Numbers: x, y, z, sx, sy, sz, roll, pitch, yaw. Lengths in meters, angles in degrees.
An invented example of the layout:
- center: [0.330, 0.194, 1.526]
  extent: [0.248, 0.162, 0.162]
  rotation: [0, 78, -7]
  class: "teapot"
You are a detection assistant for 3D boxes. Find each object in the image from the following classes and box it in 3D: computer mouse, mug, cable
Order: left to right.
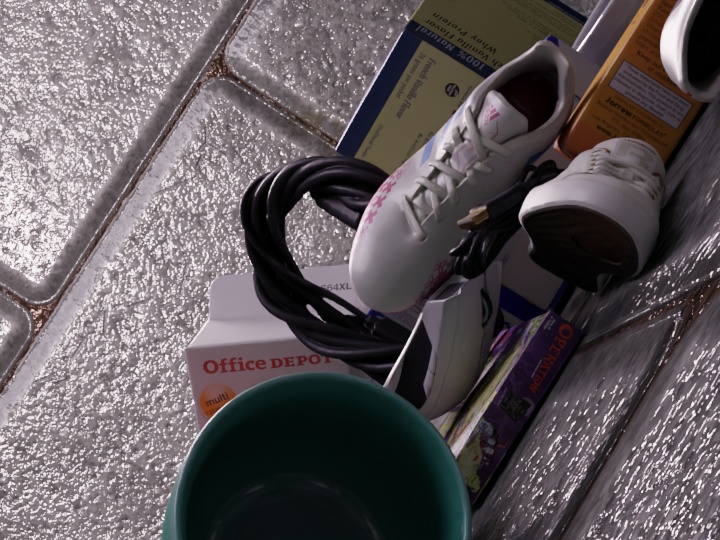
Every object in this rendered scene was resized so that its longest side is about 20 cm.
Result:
- center: [-0.035, 0.154, 1.058]
  extent: [0.186, 0.151, 0.115]
  rotation: [-58, -2, -24]
  class: "mug"
- center: [0.000, 0.000, 1.374]
  extent: [0.051, 0.200, 0.164]
  rotation: [-43, -15, -36]
  class: "cable"
- center: [0.067, 0.029, 1.276]
  extent: [0.110, 0.044, 0.201]
  rotation: [-37, -23, -48]
  class: "computer mouse"

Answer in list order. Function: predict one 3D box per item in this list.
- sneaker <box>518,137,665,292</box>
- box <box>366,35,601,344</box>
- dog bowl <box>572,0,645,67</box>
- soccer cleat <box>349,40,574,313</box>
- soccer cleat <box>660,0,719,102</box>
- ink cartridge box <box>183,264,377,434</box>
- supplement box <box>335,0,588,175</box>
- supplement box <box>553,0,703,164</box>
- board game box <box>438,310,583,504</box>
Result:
- center: [0.134, -0.044, 1.150]
  extent: [0.085, 0.072, 0.200]
  rotation: [-60, -1, -5]
  class: "sneaker"
- center: [0.108, -0.036, 1.479]
  extent: [0.185, 0.105, 0.200]
  rotation: [-58, 0, -21]
  class: "box"
- center: [0.233, -0.212, 1.505]
  extent: [0.201, 0.079, 0.200]
  rotation: [-57, 1, 1]
  class: "dog bowl"
- center: [0.061, -0.064, 1.271]
  extent: [0.200, 0.070, 0.086]
  rotation: [-51, -8, -19]
  class: "soccer cleat"
- center: [0.232, -0.185, 1.176]
  extent: [0.201, 0.068, 0.085]
  rotation: [-61, 8, 26]
  class: "soccer cleat"
- center: [-0.049, 0.102, 1.567]
  extent: [0.125, 0.128, 0.202]
  rotation: [-59, -39, -70]
  class: "ink cartridge box"
- center: [0.116, -0.143, 1.770]
  extent: [0.135, 0.199, 0.200]
  rotation: [-58, 1, 34]
  class: "supplement box"
- center: [0.201, -0.144, 1.301]
  extent: [0.201, 0.069, 0.067]
  rotation: [-59, 1, 4]
  class: "supplement box"
- center: [0.079, 0.086, 1.273]
  extent: [0.121, 0.032, 0.200]
  rotation: [-61, 1, -6]
  class: "board game box"
